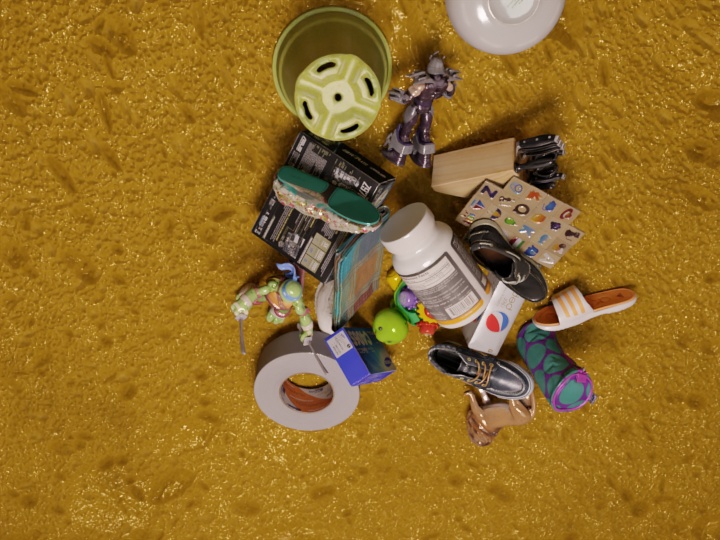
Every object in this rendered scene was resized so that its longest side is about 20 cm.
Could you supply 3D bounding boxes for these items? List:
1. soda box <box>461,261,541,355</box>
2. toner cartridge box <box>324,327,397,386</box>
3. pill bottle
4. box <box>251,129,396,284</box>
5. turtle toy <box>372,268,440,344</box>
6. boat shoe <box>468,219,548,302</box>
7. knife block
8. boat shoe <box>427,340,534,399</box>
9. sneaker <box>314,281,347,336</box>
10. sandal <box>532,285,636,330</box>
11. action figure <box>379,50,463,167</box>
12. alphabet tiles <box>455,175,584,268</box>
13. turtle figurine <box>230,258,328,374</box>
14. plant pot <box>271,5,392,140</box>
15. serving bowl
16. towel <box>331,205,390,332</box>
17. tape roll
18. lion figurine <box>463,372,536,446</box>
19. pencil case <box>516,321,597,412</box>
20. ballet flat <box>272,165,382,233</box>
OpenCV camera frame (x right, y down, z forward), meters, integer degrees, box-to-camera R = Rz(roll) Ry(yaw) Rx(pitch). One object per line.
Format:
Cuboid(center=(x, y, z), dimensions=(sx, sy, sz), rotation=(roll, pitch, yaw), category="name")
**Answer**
Cuboid(center=(0.259, 0.053, 1.623), dimensions=(0.063, 0.068, 0.201), rotation=(17, 113, -12), category="soda box")
Cuboid(center=(0.004, 0.152, 1.567), dimensions=(0.043, 0.200, 0.096), rotation=(-32, 79, 11), category="toner cartridge box")
Cuboid(center=(0.125, -0.009, 1.454), dimensions=(0.116, 0.117, 0.200), rotation=(-34, 116, 12), category="pill bottle")
Cuboid(center=(-0.063, -0.109, 1.467), dimensions=(0.163, 0.086, 0.201), rotation=(34, 111, 13), category="box")
Cuboid(center=(0.110, 0.062, 1.596), dimensions=(0.199, 0.101, 0.146), rotation=(-31, 115, 10), category="turtle toy")
Cuboid(center=(0.255, -0.001, 1.515), dimensions=(0.072, 0.068, 0.200), rotation=(-31, 122, 29), category="boat shoe")
Cuboid(center=(0.235, -0.179, 1.456), dimensions=(0.198, 0.065, 0.176), rotation=(10, 157, -10), category="knife block")
Cuboid(center=(0.220, 0.189, 1.623), dimensions=(0.199, 0.091, 0.071), rotation=(20, 96, 22), category="boat shoe")
Cuboid(center=(-0.037, 0.041, 1.585), dimensions=(0.076, 0.081, 0.202), rotation=(9, 117, -11), category="sneaker")
Cuboid(center=(0.415, 0.053, 1.639), dimensions=(0.205, 0.079, 0.060), rotation=(-17, 116, -6), category="sandal")
Cuboid(center=(0.097, -0.267, 1.436), dimensions=(0.129, 0.070, 0.201), rotation=(-5, 130, -29), category="action figure")
Cuboid(center=(0.271, -0.076, 1.491), dimensions=(0.199, 0.006, 0.167), rotation=(26, 132, -12), category="alphabet tiles")
Cuboid(center=(-0.158, 0.085, 1.518), dimensions=(0.143, 0.194, 0.202), rotation=(-8, 92, -19), category="turtle figurine")
Cuboid(center=(-0.040, -0.293, 1.361), dimensions=(0.198, 0.185, 0.202), rotation=(-2, 116, -4), category="plant pot")
Cuboid(center=(0.235, -0.437, 1.382), dimensions=(0.198, 0.066, 0.202), rotation=(-2, 116, -4), category="serving bowl")
Cuboid(center=(0.000, 0.000, 1.483), dimensions=(0.022, 0.147, 0.201), rotation=(28, 142, 20), category="towel")
Cuboid(center=(-0.099, 0.209, 1.649), dimensions=(0.198, 0.066, 0.202), rotation=(1, 127, 2), category="tape roll")
Cuboid(center=(0.276, 0.276, 1.701), dimensions=(0.199, 0.072, 0.123), rotation=(-21, 91, 47), category="lion figurine")
Cuboid(center=(0.357, 0.174, 1.617), dimensions=(0.085, 0.200, 0.093), rotation=(28, 108, -24), category="pencil case")
Cuboid(center=(-0.053, -0.103, 1.390), dimensions=(0.199, 0.076, 0.064), rotation=(29, 141, 18), category="ballet flat")
